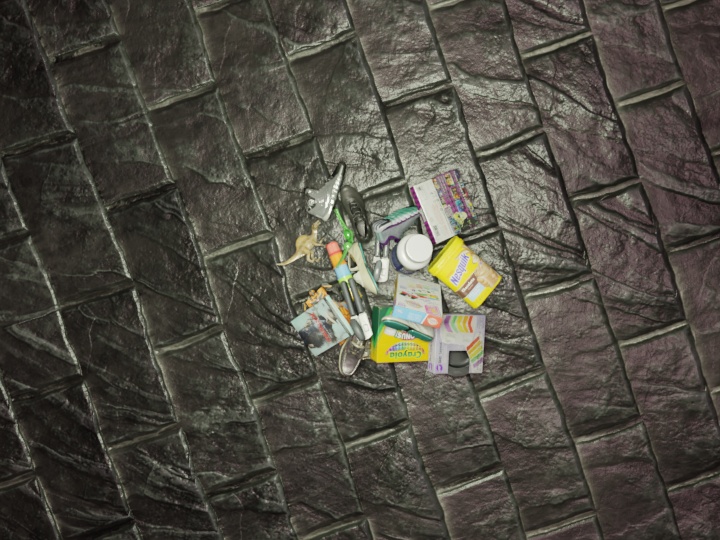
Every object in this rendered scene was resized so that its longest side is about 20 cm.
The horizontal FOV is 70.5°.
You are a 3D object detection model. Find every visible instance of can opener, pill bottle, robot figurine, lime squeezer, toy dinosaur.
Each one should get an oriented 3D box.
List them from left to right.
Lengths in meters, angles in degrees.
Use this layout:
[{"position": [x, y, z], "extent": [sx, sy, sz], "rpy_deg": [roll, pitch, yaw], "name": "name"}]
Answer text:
[{"position": [-0.178, -0.067, 1.678], "extent": [0.101, 0.058, 0.201], "rpy_deg": [37, 83, 13], "name": "toy dinosaur"}, {"position": [-0.097, 0.138, 1.672], "extent": [0.145, 0.058, 0.200], "rpy_deg": [-44, 92, -2], "name": "robot figurine"}, {"position": [-0.050, -0.100, 1.657], "extent": [0.037, 0.070, 0.203], "rpy_deg": [-13, 68, 31], "name": "lime squeezer"}, {"position": [-0.016, 0.120, 1.575], "extent": [0.053, 0.067, 0.202], "rpy_deg": [-20, 77, 8], "name": "can opener"}, {"position": [0.071, -0.059, 1.671], "extent": [0.052, 0.066, 0.203], "rpy_deg": [5, 86, -2], "name": "can opener"}, {"position": [0.160, -0.052, 1.594], "extent": [0.110, 0.200, 0.113], "rpy_deg": [1, 82, -7], "name": "pill bottle"}]

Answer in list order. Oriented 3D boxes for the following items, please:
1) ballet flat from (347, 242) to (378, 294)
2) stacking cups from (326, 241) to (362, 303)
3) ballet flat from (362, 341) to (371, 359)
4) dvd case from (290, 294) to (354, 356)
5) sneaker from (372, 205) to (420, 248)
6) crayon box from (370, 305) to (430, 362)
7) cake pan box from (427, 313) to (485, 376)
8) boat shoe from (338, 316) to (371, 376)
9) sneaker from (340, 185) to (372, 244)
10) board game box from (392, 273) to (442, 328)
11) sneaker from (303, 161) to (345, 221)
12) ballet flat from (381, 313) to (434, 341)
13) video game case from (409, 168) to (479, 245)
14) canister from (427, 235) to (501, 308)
[{"position": [0.000, 0.000, 1.637], "extent": [0.069, 0.070, 0.202], "rpy_deg": [-20, 57, 0], "name": "ballet flat"}, {"position": [-0.060, 0.004, 1.659], "extent": [0.060, 0.061, 0.202], "rpy_deg": [-24, 85, 0], "name": "stacking cups"}, {"position": [0.033, 0.266, 1.675], "extent": [0.197, 0.064, 0.077], "rpy_deg": [-12, 97, -1], "name": "ballet flat"}, {"position": [-0.125, 0.180, 1.633], "extent": [0.199, 0.022, 0.147], "rpy_deg": [-34, 92, 38], "name": "dvd case"}, {"position": [0.128, -0.144, 1.658], "extent": [0.198, 0.074, 0.088], "rpy_deg": [-25, 116, -23], "name": "sneaker"}, {"position": [0.135, 0.203, 1.645], "extent": [0.198, 0.058, 0.175], "rpy_deg": [2, 90, -23], "name": "crayon box"}, {"position": [0.313, 0.240, 1.661], "extent": [0.182, 0.052, 0.203], "rpy_deg": [4, 91, -17], "name": "cake pan box"}, {"position": [-0.014, 0.237, 1.611], "extent": [0.071, 0.065, 0.202], "rpy_deg": [24, 82, -6], "name": "boat shoe"}, {"position": [-0.010, -0.185, 1.651], "extent": [0.075, 0.091, 0.202], "rpy_deg": [-25, 90, 1], "name": "sneaker"}, {"position": [0.180, 0.092, 1.608], "extent": [0.151, 0.201, 0.041], "rpy_deg": [15, 119, -1], "name": "board game box"}, {"position": [-0.124, -0.270, 1.657], "extent": [0.114, 0.075, 0.202], "rpy_deg": [18, 92, 1], "name": "sneaker"}, {"position": [0.149, 0.163, 1.591], "extent": [0.198, 0.069, 0.070], "rpy_deg": [24, 91, -26], "name": "ballet flat"}, {"position": [0.275, -0.208, 1.654], "extent": [0.180, 0.036, 0.202], "rpy_deg": [-24, 92, -20], "name": "video game case"}, {"position": [0.340, 0.007, 1.663], "extent": [0.200, 0.087, 0.149], "rpy_deg": [40, 91, -3], "name": "canister"}]
